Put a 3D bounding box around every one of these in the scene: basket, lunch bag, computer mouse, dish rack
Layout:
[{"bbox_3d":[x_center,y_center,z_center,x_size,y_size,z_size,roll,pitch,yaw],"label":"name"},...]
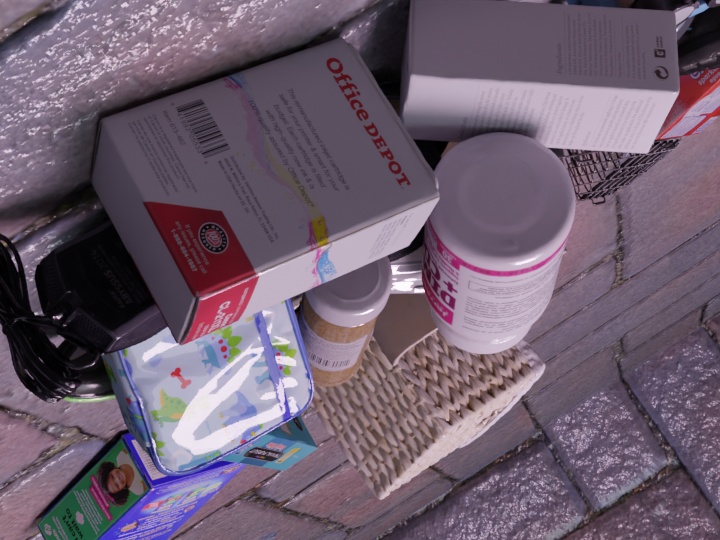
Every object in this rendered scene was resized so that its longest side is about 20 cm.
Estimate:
[{"bbox_3d":[0.051,0.101,1.467,0.160,0.201,0.199,-28,165,-35],"label":"basket"},{"bbox_3d":[-0.127,0.049,1.096,0.159,0.082,0.202,-23,119,-21],"label":"lunch bag"},{"bbox_3d":[-0.174,0.005,0.973,0.199,0.139,0.053,-26,162,-28],"label":"computer mouse"},{"bbox_3d":[0.218,-0.109,1.381,0.198,0.055,0.153,-10,163,-29],"label":"dish rack"}]

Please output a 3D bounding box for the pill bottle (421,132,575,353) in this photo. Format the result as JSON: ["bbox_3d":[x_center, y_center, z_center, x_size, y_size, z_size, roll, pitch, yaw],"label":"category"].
[{"bbox_3d":[0.106,-0.013,1.103,0.112,0.114,0.201,-28,157,-12],"label":"pill bottle"}]

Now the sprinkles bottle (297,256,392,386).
[{"bbox_3d":[-0.019,0.037,1.130,0.068,0.069,0.200,-27,165,-16],"label":"sprinkles bottle"}]

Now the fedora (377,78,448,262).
[{"bbox_3d":[0.011,-0.066,1.128,0.199,0.092,0.201,-28,154,-15],"label":"fedora"}]

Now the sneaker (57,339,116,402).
[{"bbox_3d":[-0.182,0.037,1.162,0.199,0.077,0.084,-34,153,-19],"label":"sneaker"}]

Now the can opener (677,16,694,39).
[{"bbox_3d":[0.206,-0.188,1.211,0.200,0.067,0.053,-41,159,25],"label":"can opener"}]

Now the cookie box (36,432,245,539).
[{"bbox_3d":[-0.251,0.257,1.591,0.200,0.076,0.170,-44,159,32],"label":"cookie box"}]

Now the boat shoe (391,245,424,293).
[{"bbox_3d":[0.000,0.000,1.217,0.197,0.072,0.069,-8,115,-20],"label":"boat shoe"}]

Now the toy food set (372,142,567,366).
[{"bbox_3d":[0.074,-0.022,1.298,0.199,0.144,0.060,-34,164,4],"label":"toy food set"}]

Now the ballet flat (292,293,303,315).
[{"bbox_3d":[-0.076,0.051,1.367,0.067,0.064,0.200,-32,162,0],"label":"ballet flat"}]

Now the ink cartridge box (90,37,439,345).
[{"bbox_3d":[-0.066,-0.058,0.962,0.198,0.147,0.083,-23,161,-26],"label":"ink cartridge box"}]

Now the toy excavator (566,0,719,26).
[{"bbox_3d":[0.199,-0.210,1.119,0.193,0.101,0.200,-25,169,-18],"label":"toy excavator"}]

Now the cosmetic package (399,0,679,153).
[{"bbox_3d":[0.131,-0.146,1.036,0.197,0.072,0.102,3,158,-2],"label":"cosmetic package"}]

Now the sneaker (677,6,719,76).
[{"bbox_3d":[0.256,-0.204,1.256,0.198,0.080,0.075,-18,175,26],"label":"sneaker"}]

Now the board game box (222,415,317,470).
[{"bbox_3d":[-0.122,0.108,1.296,0.047,0.152,0.200,-32,162,7],"label":"board game box"}]

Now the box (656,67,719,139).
[{"bbox_3d":[0.341,-0.223,1.296,0.099,0.096,0.200,-13,154,-48],"label":"box"}]
